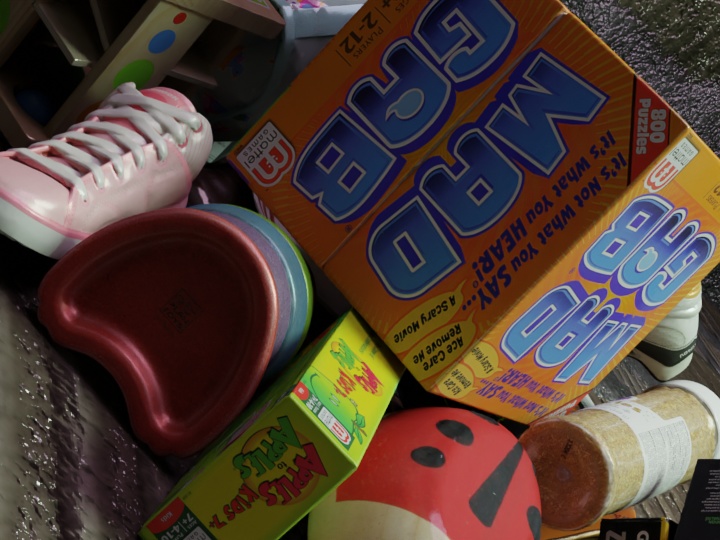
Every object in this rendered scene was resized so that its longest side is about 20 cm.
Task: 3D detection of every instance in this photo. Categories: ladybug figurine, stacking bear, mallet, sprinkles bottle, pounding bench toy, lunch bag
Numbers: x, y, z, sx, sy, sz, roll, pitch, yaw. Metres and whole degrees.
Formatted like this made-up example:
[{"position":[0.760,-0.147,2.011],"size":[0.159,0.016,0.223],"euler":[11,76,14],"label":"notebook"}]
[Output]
[{"position":[0.044,0.135,0.897],"size":[0.136,0.072,0.200],"euler":[49,30,-7],"label":"ladybug figurine"},{"position":[-0.077,0.018,0.938],"size":[0.121,0.114,0.200],"euler":[48,9,5],"label":"stacking bear"},{"position":[0.002,0.043,1.160],"size":[0.066,0.041,0.200],"euler":[41,2,-20],"label":"mallet"},{"position":[0.166,0.112,1.039],"size":[0.068,0.068,0.200],"euler":[52,27,19],"label":"sprinkles bottle"},{"position":[-0.180,-0.173,1.037],"size":[0.124,0.156,0.200],"euler":[11,38,-57],"label":"pounding bench toy"},{"position":[-0.038,-0.159,1.145],"size":[0.170,0.200,0.122],"euler":[-8,88,-35],"label":"lunch bag"}]

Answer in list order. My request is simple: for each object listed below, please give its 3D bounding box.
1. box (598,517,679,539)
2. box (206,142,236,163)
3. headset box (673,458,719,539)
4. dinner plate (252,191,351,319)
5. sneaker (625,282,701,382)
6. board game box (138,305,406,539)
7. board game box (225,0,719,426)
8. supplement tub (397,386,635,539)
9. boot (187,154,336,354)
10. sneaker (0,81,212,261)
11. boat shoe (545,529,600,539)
[{"position":[0.202,0.253,1.037],"size":[0.200,0.049,0.160],"euler":[35,55,-50],"label":"box"},{"position":[-0.189,-0.175,1.251],"size":[0.200,0.051,0.158],"euler":[33,19,-45],"label":"box"},{"position":[0.238,0.240,0.965],"size":[0.174,0.093,0.200],"euler":[59,42,-34],"label":"headset box"},{"position":[0.000,0.000,1.131],"size":[0.200,0.024,0.200],"euler":[37,21,-17],"label":"dinner plate"},{"position":[0.135,0.028,1.139],"size":[0.200,0.088,0.076],"euler":[11,27,37],"label":"sneaker"},{"position":[-0.038,0.087,0.858],"size":[0.048,0.102,0.200],"euler":[47,13,-2],"label":"board game box"},{"position":[0.086,-0.051,1.009],"size":[0.200,0.200,0.200],"euler":[48,11,26],"label":"board game box"},{"position":[0.108,0.120,1.169],"size":[0.122,0.122,0.200],"euler":[37,17,-36],"label":"supplement tub"},{"position":[-0.049,0.003,1.148],"size":[0.200,0.064,0.186],"euler":[49,23,17],"label":"boot"},{"position":[-0.145,-0.061,0.914],"size":[0.075,0.105,0.200],"euler":[30,6,18],"label":"sneaker"},{"position":[0.100,0.192,1.001],"size":[0.072,0.068,0.200],"euler":[41,22,26],"label":"boat shoe"}]
